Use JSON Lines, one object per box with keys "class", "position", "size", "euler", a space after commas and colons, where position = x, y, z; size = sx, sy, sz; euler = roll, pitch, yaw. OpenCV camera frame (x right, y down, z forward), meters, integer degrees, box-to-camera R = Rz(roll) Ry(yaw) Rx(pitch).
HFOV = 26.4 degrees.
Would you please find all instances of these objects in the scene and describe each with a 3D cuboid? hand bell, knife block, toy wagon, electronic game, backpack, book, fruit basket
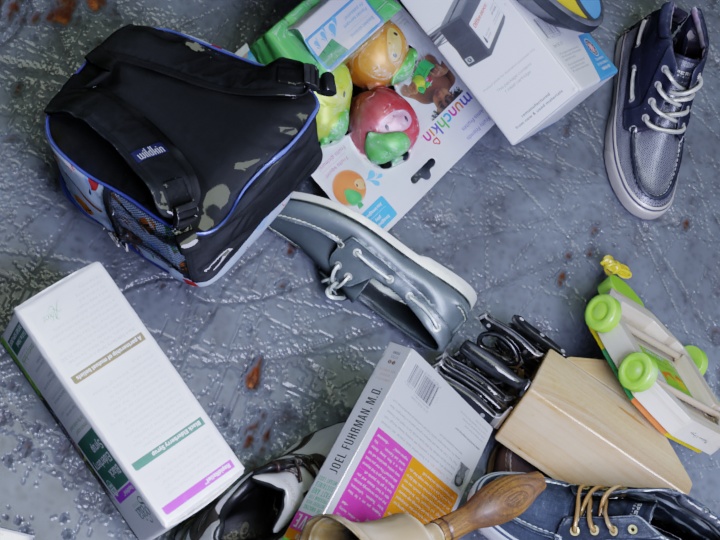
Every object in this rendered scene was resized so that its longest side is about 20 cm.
{"class": "hand bell", "position": [0.064, 0.191, 1.128], "size": [0.200, 0.104, 0.104], "euler": [-20, 80, -35]}
{"class": "knife block", "position": [0.155, 0.124, 1.262], "size": [0.175, 0.064, 0.200], "euler": [5, 42, -32]}
{"class": "toy wagon", "position": [0.252, 0.070, 1.332], "size": [0.155, 0.040, 0.200], "euler": [28, 27, -42]}
{"class": "electronic game", "position": [0.142, -0.287, 1.332], "size": [0.200, 0.042, 0.200], "euler": [37, 30, -25]}
{"class": "backpack", "position": [-0.145, -0.097, 1.207], "size": [0.190, 0.154, 0.200], "euler": [33, 58, 15]}
{"class": "book", "position": [0.018, 0.175, 1.185], "size": [0.134, 0.048, 0.200], "euler": [46, 67, -43]}
{"class": "fruit basket", "position": [0.006, -0.154, 1.326], "size": [0.200, 0.094, 0.185], "euler": [48, 63, -3]}

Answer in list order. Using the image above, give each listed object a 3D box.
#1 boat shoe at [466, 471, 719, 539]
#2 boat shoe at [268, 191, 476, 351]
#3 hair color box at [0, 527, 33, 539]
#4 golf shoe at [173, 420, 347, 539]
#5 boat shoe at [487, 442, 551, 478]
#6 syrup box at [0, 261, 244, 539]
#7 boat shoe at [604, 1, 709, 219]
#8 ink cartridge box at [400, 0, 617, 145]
{"class": "boat shoe", "position": [0.188, 0.191, 1.197], "size": [0.200, 0.091, 0.071], "euler": [19, 55, -1]}
{"class": "boat shoe", "position": [0.000, 0.000, 1.280], "size": [0.200, 0.073, 0.062], "euler": [29, 68, -6]}
{"class": "hair color box", "position": [-0.306, 0.275, 1.079], "size": [0.100, 0.061, 0.201], "euler": [17, 67, -14]}
{"class": "golf shoe", "position": [-0.048, 0.176, 1.191], "size": [0.200, 0.095, 0.078], "euler": [-34, 83, -28]}
{"class": "boat shoe", "position": [0.160, 0.230, 1.264], "size": [0.070, 0.070, 0.201], "euler": [-10, 74, -21]}
{"class": "syrup box", "position": [-0.183, 0.103, 1.174], "size": [0.081, 0.079, 0.200], "euler": [-33, 86, -27]}
{"class": "boat shoe", "position": [0.279, -0.154, 1.426], "size": [0.074, 0.093, 0.201], "euler": [7, 69, -18]}
{"class": "ink cartridge box", "position": [0.123, -0.223, 1.362], "size": [0.200, 0.084, 0.145], "euler": [53, 26, 3]}
